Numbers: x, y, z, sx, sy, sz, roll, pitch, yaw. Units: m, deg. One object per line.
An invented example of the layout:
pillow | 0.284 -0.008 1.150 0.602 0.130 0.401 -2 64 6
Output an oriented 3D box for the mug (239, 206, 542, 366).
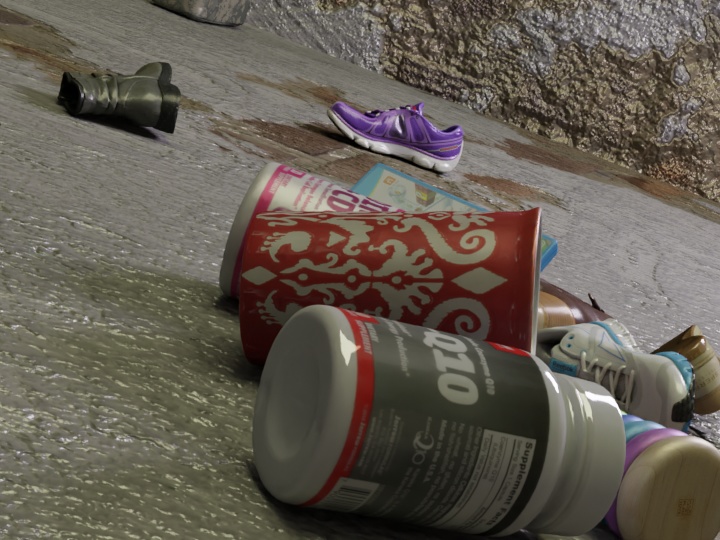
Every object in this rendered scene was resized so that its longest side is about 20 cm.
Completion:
mug | 0.020 0.026 1.126 0.199 0.134 0.178 4 27 8

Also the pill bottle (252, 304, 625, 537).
pill bottle | 0.048 0.094 0.968 0.199 0.114 0.114 13 14 -26

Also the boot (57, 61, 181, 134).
boot | -0.284 -0.211 1.899 0.130 0.068 0.200 10 13 -17

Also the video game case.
video game case | 0.054 -0.016 1.467 0.200 0.018 0.143 25 54 28

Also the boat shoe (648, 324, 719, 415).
boat shoe | 0.289 0.095 1.470 0.065 0.071 0.200 56 7 3

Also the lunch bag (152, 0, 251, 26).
lunch bag | -0.291 -0.571 3.176 0.139 0.168 0.200 26 13 25

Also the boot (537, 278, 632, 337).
boot | 0.141 0.026 1.537 0.166 0.073 0.200 14 17 -47

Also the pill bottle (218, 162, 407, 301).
pill bottle | 0.000 0.000 1.295 0.199 0.114 0.113 21 12 5

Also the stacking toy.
stacking toy | 0.159 0.125 1.121 0.085 0.086 0.200 12 7 -29

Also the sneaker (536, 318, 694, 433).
sneaker | 0.202 0.090 1.355 0.086 0.075 0.200 6 10 -21

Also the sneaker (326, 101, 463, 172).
sneaker | 0.050 -0.205 2.326 0.199 0.084 0.081 16 12 -10
